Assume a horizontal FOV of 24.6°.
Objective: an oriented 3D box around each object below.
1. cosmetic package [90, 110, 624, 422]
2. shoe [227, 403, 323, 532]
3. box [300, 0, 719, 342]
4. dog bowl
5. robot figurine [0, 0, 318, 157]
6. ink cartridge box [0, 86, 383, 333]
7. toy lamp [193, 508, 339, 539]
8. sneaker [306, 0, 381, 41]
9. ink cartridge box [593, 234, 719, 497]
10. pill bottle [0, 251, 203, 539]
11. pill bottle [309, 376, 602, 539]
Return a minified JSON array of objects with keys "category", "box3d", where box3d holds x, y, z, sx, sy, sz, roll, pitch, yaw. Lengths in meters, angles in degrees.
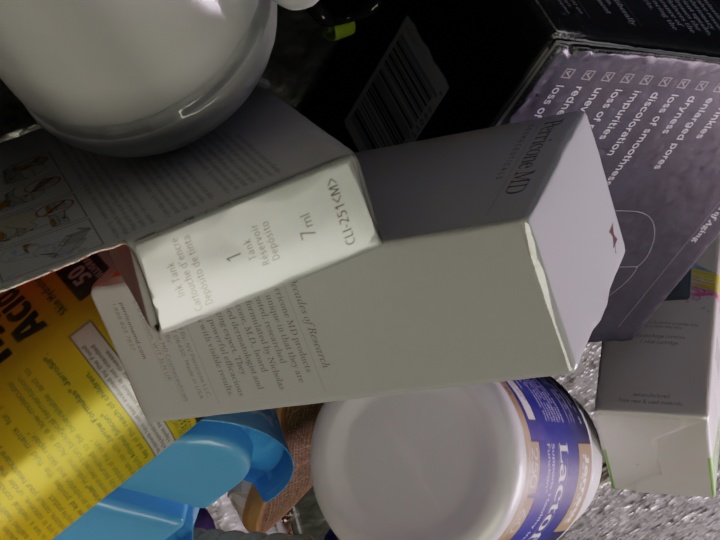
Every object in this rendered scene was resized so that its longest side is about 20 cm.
[{"category":"cosmetic package","box3d":[0.000,0.000,0.693,0.199,0.102,0.072,-9,115,26]},{"category":"shoe","box3d":[-0.051,0.094,0.998,0.070,0.053,0.201,-35,157,-30]},{"category":"box","box3d":[0.091,-0.070,0.813,0.196,0.124,0.200,2,136,-36]},{"category":"dog bowl","box3d":[-0.120,0.112,0.921,0.111,0.050,0.200,20,138,-32]},{"category":"robot figurine","box3d":[-0.099,-0.118,0.613,0.168,0.114,0.200,3,153,19]},{"category":"ink cartridge box","box3d":[-0.103,-0.023,0.670,0.173,0.200,0.044,-22,113,-11]},{"category":"toy lamp","box3d":[-0.070,0.166,0.979,0.199,0.059,0.058,-2,169,43]},{"category":"sneaker","box3d":[-0.007,-0.174,0.636,0.071,0.083,0.201,-20,146,-14]},{"category":"ink cartridge box","box3d":[0.188,0.021,1.002,0.067,0.201,0.117,3,150,16]},{"category":"pill bottle","box3d":[-0.171,0.077,0.784,0.200,0.111,0.112,-39,149,-12]},{"category":"pill bottle","box3d":[0.062,0.103,0.899,0.116,0.116,0.200,-39,161,15]}]
